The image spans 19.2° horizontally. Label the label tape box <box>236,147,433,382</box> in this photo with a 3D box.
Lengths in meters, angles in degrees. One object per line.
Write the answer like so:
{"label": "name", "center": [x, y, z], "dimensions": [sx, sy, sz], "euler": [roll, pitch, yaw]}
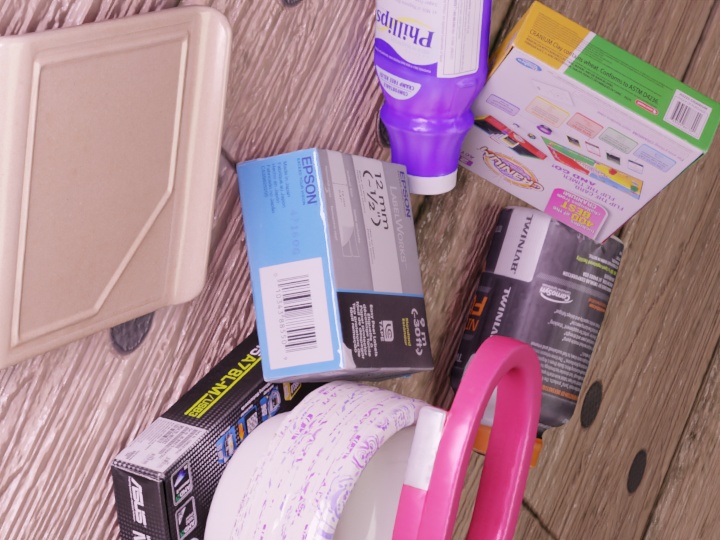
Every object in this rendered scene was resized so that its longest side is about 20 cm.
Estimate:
{"label": "label tape box", "center": [0.000, 0.000, 1.419], "dimensions": [0.200, 0.066, 0.143], "euler": [4, 76, -61]}

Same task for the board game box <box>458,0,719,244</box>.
{"label": "board game box", "center": [0.149, -0.100, 1.516], "dimensions": [0.040, 0.153, 0.200], "euler": [-63, -174, -22]}

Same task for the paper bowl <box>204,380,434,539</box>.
{"label": "paper bowl", "center": [-0.025, 0.169, 1.372], "dimensions": [0.201, 0.104, 0.201], "euler": [-36, 132, -52]}

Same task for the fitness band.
{"label": "fitness band", "center": [0.072, 0.141, 1.393], "dimensions": [0.144, 0.037, 0.200], "euler": [2, 102, -64]}

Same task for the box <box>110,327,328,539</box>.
{"label": "box", "center": [-0.084, 0.157, 1.416], "dimensions": [0.200, 0.047, 0.193], "euler": [-42, 136, -47]}

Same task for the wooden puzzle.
{"label": "wooden puzzle", "center": [-0.152, -0.051, 1.192], "dimensions": [0.200, 0.037, 0.185], "euler": [-18, 120, -54]}

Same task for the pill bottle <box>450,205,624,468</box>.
{"label": "pill bottle", "center": [0.136, 0.056, 1.720], "dimensions": [0.106, 0.106, 0.200], "euler": [24, 83, -63]}

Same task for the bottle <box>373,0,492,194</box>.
{"label": "bottle", "center": [0.048, -0.152, 1.460], "dimensions": [0.065, 0.084, 0.200], "euler": [-16, 121, -35]}
